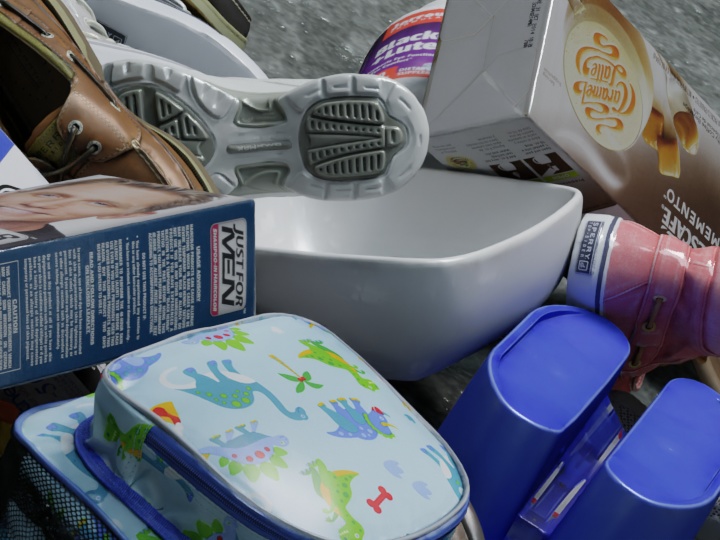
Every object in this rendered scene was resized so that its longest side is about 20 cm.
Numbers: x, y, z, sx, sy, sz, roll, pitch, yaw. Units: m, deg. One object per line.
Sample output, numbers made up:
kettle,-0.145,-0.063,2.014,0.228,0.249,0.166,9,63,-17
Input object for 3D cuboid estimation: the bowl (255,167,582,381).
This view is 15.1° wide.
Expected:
bowl,0.000,0.000,1.390,0.199,0.075,0.200,7,15,26

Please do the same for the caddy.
caddy,0.104,0.105,1.343,0.141,0.105,0.200,35,25,9

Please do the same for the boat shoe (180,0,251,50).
boat shoe,-0.117,-0.197,1.607,0.072,0.066,0.201,25,-10,39

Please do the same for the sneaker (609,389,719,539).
sneaker,0.204,0.123,1.444,0.200,0.082,0.075,40,27,18

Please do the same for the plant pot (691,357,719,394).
plant pot,0.299,0.015,1.648,0.200,0.200,0.175,35,8,8

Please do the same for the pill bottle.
pill bottle,0.048,-0.094,1.626,0.111,0.112,0.200,29,26,-4

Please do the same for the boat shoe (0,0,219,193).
boat shoe,-0.139,-0.058,1.310,0.200,0.072,0.068,48,18,19

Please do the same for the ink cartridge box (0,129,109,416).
ink cartridge box,-0.181,-0.021,1.246,0.200,0.044,0.094,49,28,-12

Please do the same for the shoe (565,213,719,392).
shoe,0.165,0.031,1.469,0.091,0.072,0.200,12,-19,12

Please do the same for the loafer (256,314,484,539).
loafer,-0.027,0.099,1.270,0.200,0.073,0.071,38,37,25

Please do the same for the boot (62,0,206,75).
boot,-0.148,-0.120,1.501,0.200,0.074,0.096,19,38,-21

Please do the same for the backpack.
backpack,-0.041,0.122,1.113,0.200,0.147,0.183,45,31,21

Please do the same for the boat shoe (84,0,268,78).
boat shoe,-0.122,-0.132,1.568,0.200,0.072,0.068,29,27,12

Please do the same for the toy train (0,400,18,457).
toy train,-0.224,0.051,1.146,0.150,0.056,0.200,40,27,16

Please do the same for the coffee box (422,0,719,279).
coffee box,0.127,-0.072,1.516,0.200,0.080,0.115,41,52,-39

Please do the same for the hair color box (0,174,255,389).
hair color box,-0.145,0.005,1.129,0.100,0.061,0.200,10,15,38

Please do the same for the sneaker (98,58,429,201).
sneaker,-0.063,-0.065,1.384,0.199,0.078,0.099,5,3,4
